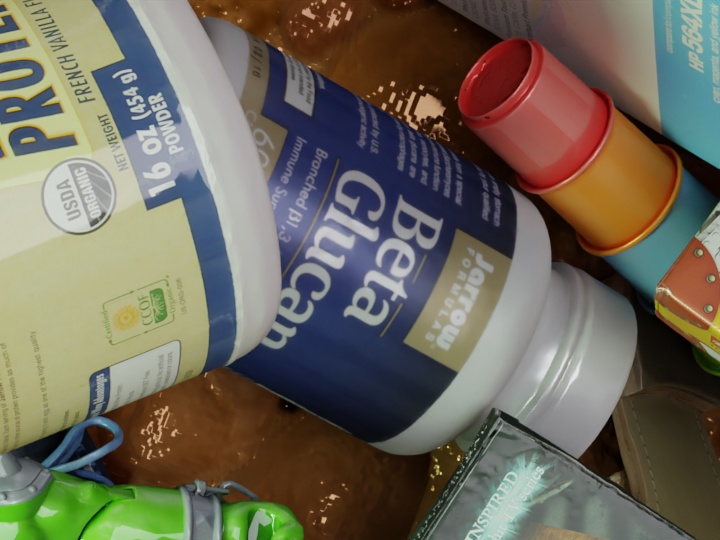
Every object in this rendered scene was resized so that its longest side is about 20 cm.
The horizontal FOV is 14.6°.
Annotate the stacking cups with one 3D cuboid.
[{"bbox_3d":[0.112,-0.015,1.072,0.200,0.060,0.061,39,75,-27],"label":"stacking cups"}]

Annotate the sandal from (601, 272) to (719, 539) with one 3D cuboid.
[{"bbox_3d":[0.108,0.105,1.108,0.077,0.070,0.212,19,56,-42],"label":"sandal"}]

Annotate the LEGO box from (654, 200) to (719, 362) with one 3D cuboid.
[{"bbox_3d":[0.227,0.010,0.996,0.200,0.077,0.149,36,88,10],"label":"LEGO box"}]

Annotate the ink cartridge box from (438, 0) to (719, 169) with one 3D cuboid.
[{"bbox_3d":[0.095,-0.154,1.040,0.200,0.125,0.129,32,73,20],"label":"ink cartridge box"}]

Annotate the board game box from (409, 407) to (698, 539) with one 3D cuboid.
[{"bbox_3d":[0.050,0.168,1.006,0.135,0.028,0.200,33,90,-5],"label":"board game box"}]

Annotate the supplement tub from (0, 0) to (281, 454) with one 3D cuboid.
[{"bbox_3d":[-0.140,-0.008,0.866,0.199,0.144,0.145,-22,98,-18],"label":"supplement tub"}]

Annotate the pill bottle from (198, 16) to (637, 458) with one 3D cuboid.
[{"bbox_3d":[0.000,0.000,1.039,0.200,0.111,0.111,29,79,-20],"label":"pill bottle"}]

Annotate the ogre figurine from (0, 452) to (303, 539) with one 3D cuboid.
[{"bbox_3d":[-0.119,0.136,0.939,0.120,0.098,0.200,37,119,-25],"label":"ogre figurine"}]

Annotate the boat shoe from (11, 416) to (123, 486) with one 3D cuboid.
[{"bbox_3d":[-0.106,0.091,1.016,0.084,0.069,0.200,-40,105,-18],"label":"boat shoe"}]
